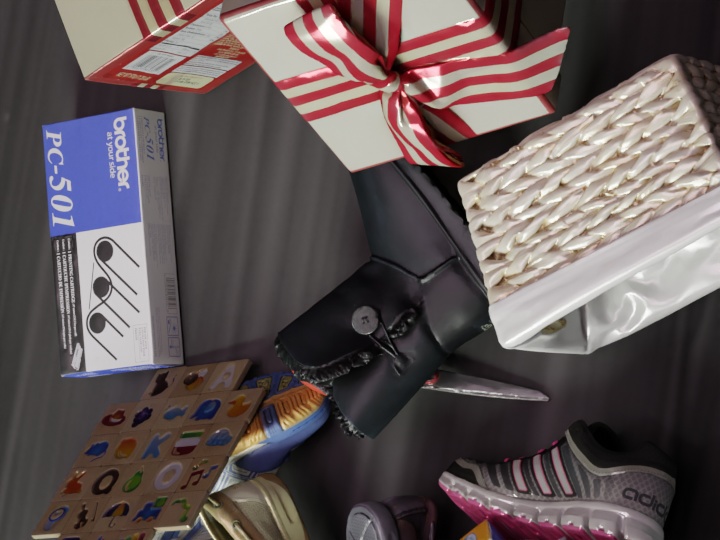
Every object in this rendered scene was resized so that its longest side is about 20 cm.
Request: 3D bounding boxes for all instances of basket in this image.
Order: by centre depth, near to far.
[{"bbox_3d":[0.178,-0.042,1.535,0.200,0.135,0.124,-31,70,28],"label":"basket"}]

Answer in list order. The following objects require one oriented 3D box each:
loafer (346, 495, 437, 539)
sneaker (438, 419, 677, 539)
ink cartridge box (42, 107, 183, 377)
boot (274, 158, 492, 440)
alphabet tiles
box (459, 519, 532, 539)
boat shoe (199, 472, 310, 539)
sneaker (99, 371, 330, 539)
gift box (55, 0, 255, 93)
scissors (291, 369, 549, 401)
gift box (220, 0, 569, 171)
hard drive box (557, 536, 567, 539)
[{"bbox_3d":[0.032,0.256,1.662,0.072,0.063,0.201,21,118,55],"label":"loafer"},{"bbox_3d":[0.140,0.145,1.592,0.200,0.074,0.088,4,58,50],"label":"sneaker"},{"bbox_3d":[-0.195,-0.020,1.830,0.094,0.044,0.201,-8,84,31],"label":"ink cartridge box"},{"bbox_3d":[0.000,0.000,1.661,0.168,0.076,0.200,-39,74,6],"label":"boot"},{"bbox_3d":[-0.158,0.144,1.736,0.166,0.006,0.200,-9,40,40],"label":"alphabet tiles"},{"bbox_3d":[0.066,0.263,1.598,0.200,0.041,0.119,-39,104,8],"label":"box"},{"bbox_3d":[-0.053,0.245,1.673,0.201,0.063,0.073,67,154,13],"label":"boat shoe"},{"bbox_3d":[-0.098,0.153,1.755,0.200,0.088,0.075,-32,28,11],"label":"sneaker"},{"bbox_3d":[-0.148,-0.247,1.727,0.199,0.184,0.187,-26,76,23],"label":"gift box"},{"bbox_3d":[0.038,0.082,1.681,0.199,0.014,0.073,25,74,29],"label":"scissors"},{"bbox_3d":[0.036,-0.190,1.518,0.199,0.185,0.187,-18,44,35],"label":"gift box"},{"bbox_3d":[0.085,0.294,1.544,0.199,0.077,0.156,-27,106,9],"label":"hard drive box"}]
